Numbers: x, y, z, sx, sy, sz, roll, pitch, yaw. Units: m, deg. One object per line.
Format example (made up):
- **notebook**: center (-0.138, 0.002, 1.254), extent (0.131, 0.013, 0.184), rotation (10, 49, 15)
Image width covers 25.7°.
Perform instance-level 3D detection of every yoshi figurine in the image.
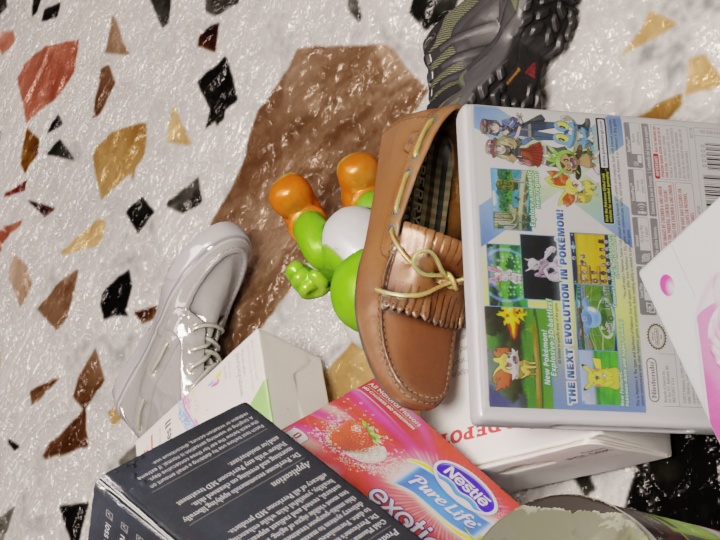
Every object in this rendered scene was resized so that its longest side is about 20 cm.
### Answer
- **yoshi figurine**: center (0.002, -0.012, 1.129), extent (0.112, 0.112, 0.200), rotation (-55, 40, 26)

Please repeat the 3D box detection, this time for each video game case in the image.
- **video game case**: center (0.151, -0.001, 0.953), extent (0.022, 0.182, 0.201), rotation (122, 149, -67)

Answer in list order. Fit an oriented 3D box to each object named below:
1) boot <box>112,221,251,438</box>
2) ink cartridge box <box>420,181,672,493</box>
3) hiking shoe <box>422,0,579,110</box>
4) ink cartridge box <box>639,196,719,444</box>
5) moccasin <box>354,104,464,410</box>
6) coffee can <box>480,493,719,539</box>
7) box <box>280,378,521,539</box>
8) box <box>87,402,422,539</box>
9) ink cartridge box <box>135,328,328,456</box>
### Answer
- **boot**: center (-0.128, 0.065, 1.285), extent (0.096, 0.073, 0.200), rotation (47, 118, 37)
- **ink cartridge box**: center (0.115, 0.035, 1.031), extent (0.147, 0.083, 0.201), rotation (-20, 63, 41)
- **hiking shoe**: center (0.082, -0.134, 1.139), extent (0.101, 0.076, 0.200), rotation (17, 76, 55)
- **ink cartridge box**: center (0.249, 0.037, 0.831), extent (0.196, 0.043, 0.200), rotation (-52, 54, 52)
- **moccasin**: center (0.046, -0.010, 1.011), extent (0.078, 0.074, 0.202), rotation (-22, 51, 52)
- **coffee can**: center (0.163, 0.205, 0.838), extent (0.146, 0.200, 0.147), rotation (-17, 65, 40)
- **box**: center (0.033, 0.173, 0.965), extent (0.200, 0.100, 0.096), rotation (41, 132, 23)
- **box**: center (-0.055, 0.221, 0.910), extent (0.196, 0.124, 0.200), rotation (36, 130, 28)
- **ink cartridge box**: center (-0.110, 0.153, 1.206), extent (0.200, 0.067, 0.117), rotation (-43, 39, 28)
